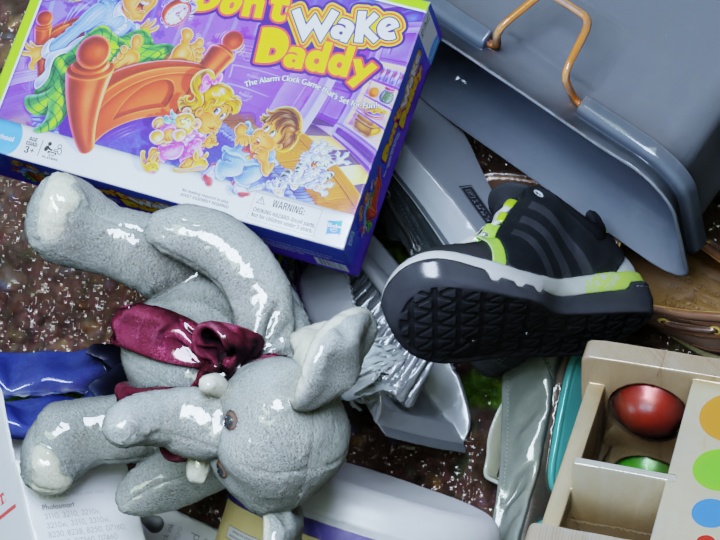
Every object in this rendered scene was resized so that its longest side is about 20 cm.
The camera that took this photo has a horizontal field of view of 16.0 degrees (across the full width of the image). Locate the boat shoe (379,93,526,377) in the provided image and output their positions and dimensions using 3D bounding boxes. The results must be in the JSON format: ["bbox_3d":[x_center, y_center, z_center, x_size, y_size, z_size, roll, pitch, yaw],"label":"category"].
[{"bbox_3d":[0.039,-0.031,1.397,0.057,0.069,0.200,-45,64,28],"label":"boat shoe"}]

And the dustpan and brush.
[{"bbox_3d":[0.000,0.000,1.393,0.057,0.140,0.200,-41,70,12],"label":"dustpan and brush"}]

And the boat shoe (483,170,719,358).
[{"bbox_3d":[0.140,-0.011,1.404,0.200,0.068,0.072,24,81,20],"label":"boat shoe"}]

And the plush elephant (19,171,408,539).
[{"bbox_3d":[-0.067,0.061,1.207,0.200,0.155,0.165,8,108,-11],"label":"plush elephant"}]

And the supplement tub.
[{"bbox_3d":[-0.020,0.205,1.329,0.145,0.145,0.200,17,90,18],"label":"supplement tub"}]

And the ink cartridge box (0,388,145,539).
[{"bbox_3d":[-0.161,0.168,1.324,0.115,0.068,0.200,-37,63,49],"label":"ink cartridge box"}]

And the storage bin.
[{"bbox_3d":[0.128,-0.120,1.335,0.200,0.146,0.134,35,79,23],"label":"storage bin"}]

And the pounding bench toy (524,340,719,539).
[{"bbox_3d":[0.162,0.155,1.303,0.124,0.200,0.156,9,45,14],"label":"pounding bench toy"}]

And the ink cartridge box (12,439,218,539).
[{"bbox_3d":[-0.165,0.170,1.427,0.200,0.067,0.116,22,81,19],"label":"ink cartridge box"}]

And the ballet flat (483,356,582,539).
[{"bbox_3d":[0.092,0.130,1.386,0.064,0.067,0.200,-3,70,42],"label":"ballet flat"}]

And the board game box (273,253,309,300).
[{"bbox_3d":[-0.057,-0.019,1.385,0.032,0.200,0.120,-23,68,11],"label":"board game box"}]

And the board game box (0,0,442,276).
[{"bbox_3d":[-0.076,-0.090,1.281,0.200,0.045,0.135,15,76,14],"label":"board game box"}]

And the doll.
[{"bbox_3d":[-0.129,0.071,1.427,0.200,0.049,0.137,-2,35,-14],"label":"doll"}]

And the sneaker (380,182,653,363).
[{"bbox_3d":[0.070,-0.003,1.289,0.072,0.200,0.083,-33,67,30],"label":"sneaker"}]
